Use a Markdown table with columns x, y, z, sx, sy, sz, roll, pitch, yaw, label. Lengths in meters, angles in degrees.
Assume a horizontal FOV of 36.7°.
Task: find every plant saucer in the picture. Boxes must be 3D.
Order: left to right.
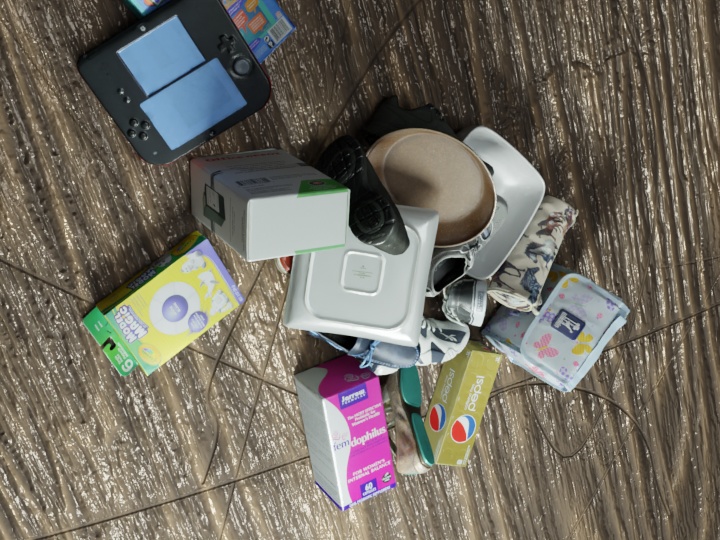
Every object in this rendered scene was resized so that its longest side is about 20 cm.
| x | y | z | sx | sy | sz | roll | pitch | yaw | label |
| --- | --- | --- | --- | --- | --- | --- | --- | --- | --- |
| 0.098 | -0.122 | 1.521 | 0.202 | 0.198 | 0.037 | 62 | 36 | -30 | plant saucer |

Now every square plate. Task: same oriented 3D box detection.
| x | y | z | sx | sy | sz | roll | pitch | yaw | label |
| --- | --- | --- | --- | --- | --- | --- | --- | --- | --- |
| 0.000 | 0.000 | 1.530 | 0.197 | 0.028 | 0.201 | 9 | 101 | -2 | square plate |

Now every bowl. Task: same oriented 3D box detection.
| x | y | z | sx | sy | sz | roll | pitch | yaw | label |
| --- | --- | --- | --- | --- | --- | --- | --- | --- | --- |
| 0.169 | -0.107 | 1.674 | 0.199 | 0.074 | 0.201 | 35 | 87 | -34 | bowl |

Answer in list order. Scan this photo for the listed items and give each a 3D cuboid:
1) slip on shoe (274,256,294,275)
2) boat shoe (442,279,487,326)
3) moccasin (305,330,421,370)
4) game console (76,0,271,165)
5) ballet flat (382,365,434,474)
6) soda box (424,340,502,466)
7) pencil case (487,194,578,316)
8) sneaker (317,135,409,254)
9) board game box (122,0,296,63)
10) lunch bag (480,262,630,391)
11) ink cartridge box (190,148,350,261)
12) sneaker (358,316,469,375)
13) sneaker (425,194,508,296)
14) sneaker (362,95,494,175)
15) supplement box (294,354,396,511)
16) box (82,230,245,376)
| x | y | z | sx | sy | sz | roll | pitch | yaw | label |
| --- | --- | --- | --- | --- | --- | --- | --- | --- | --- |
| -0.058 | -0.081 | 1.556 | 0.074 | 0.061 | 0.201 | 33 | 90 | -36 | slip on shoe |
| 0.160 | 0.049 | 1.683 | 0.067 | 0.199 | 0.075 | 6 | 91 | 6 | boat shoe |
| -0.007 | 0.103 | 1.598 | 0.198 | 0.068 | 0.081 | 17 | 101 | -3 | moccasin |
| -0.230 | -0.241 | 1.372 | 0.199 | 0.031 | 0.177 | -30 | 125 | 7 | game console |
| 0.062 | 0.224 | 1.693 | 0.067 | 0.202 | 0.068 | -26 | 143 | 25 | ballet flat |
| 0.162 | 0.216 | 1.788 | 0.067 | 0.064 | 0.202 | 11 | 101 | -33 | soda box |
| 0.278 | -0.028 | 1.734 | 0.089 | 0.078 | 0.201 | 29 | 72 | -4 | pencil case |
| 0.004 | -0.096 | 1.465 | 0.076 | 0.201 | 0.091 | -33 | 145 | 13 | sneaker |
| -0.198 | -0.338 | 1.392 | 0.152 | 0.045 | 0.200 | -45 | 124 | -9 | board game box |
| 0.319 | 0.088 | 1.755 | 0.127 | 0.200 | 0.170 | 41 | 85 | -34 | lunch bag |
| -0.123 | -0.091 | 1.430 | 0.144 | 0.200 | 0.085 | -9 | 114 | -27 | ink cartridge box |
| 0.086 | 0.075 | 1.683 | 0.197 | 0.079 | 0.131 | -10 | 117 | -21 | sneaker |
| 0.153 | -0.029 | 1.599 | 0.200 | 0.082 | 0.075 | -46 | 124 | -8 | sneaker |
| 0.106 | -0.189 | 1.561 | 0.198 | 0.076 | 0.091 | 26 | 76 | 3 | sneaker |
| -0.023 | 0.247 | 1.666 | 0.100 | 0.103 | 0.202 | -20 | 114 | -22 | supplement box |
| -0.269 | 0.052 | 1.485 | 0.199 | 0.048 | 0.118 | -38 | 121 | -13 | box |
